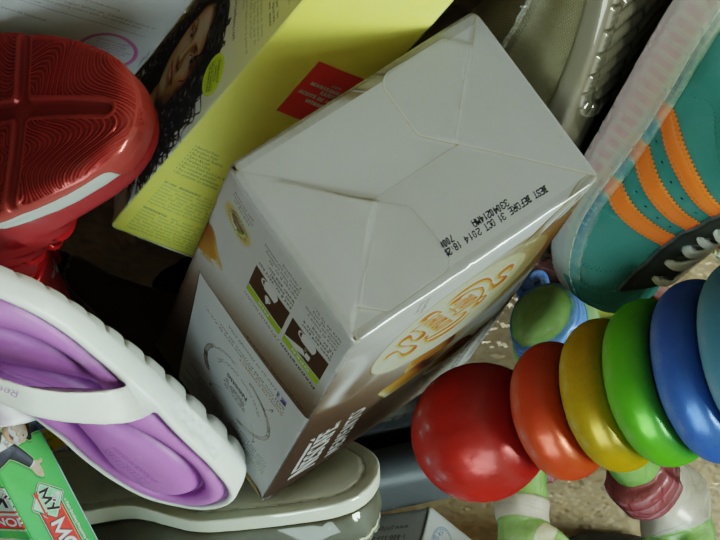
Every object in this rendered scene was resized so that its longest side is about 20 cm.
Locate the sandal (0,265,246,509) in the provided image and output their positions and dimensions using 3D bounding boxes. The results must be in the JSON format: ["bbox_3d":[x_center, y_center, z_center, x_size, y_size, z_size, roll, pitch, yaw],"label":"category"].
[{"bbox_3d":[-0.120,0.048,1.104,0.203,0.050,0.082,33,146,-32],"label":"sandal"}]

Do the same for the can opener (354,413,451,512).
[{"bbox_3d":[-0.039,0.083,1.317,0.200,0.053,0.067,-13,139,16],"label":"can opener"}]

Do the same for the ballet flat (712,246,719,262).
[{"bbox_3d":[0.175,-0.071,1.116,0.076,0.064,0.200,7,140,-9],"label":"ballet flat"}]

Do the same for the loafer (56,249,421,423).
[{"bbox_3d":[-0.056,0.026,1.235,0.200,0.071,0.073,9,170,-34],"label":"loafer"}]

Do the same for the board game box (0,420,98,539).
[{"bbox_3d":[-0.176,0.122,1.247,0.200,0.029,0.135,-13,106,52],"label":"board game box"}]

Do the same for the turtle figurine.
[{"bbox_3d":[0.134,0.089,1.227,0.144,0.200,0.194,-58,146,1],"label":"turtle figurine"}]

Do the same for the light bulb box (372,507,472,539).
[{"bbox_3d":[-0.030,0.231,1.348,0.198,0.200,0.125,-12,141,40],"label":"light bulb box"}]

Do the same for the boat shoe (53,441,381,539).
[{"bbox_3d":[-0.076,0.110,1.242,0.202,0.072,0.060,-6,114,28],"label":"boat shoe"}]

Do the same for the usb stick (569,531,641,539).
[{"bbox_3d":[0.109,0.147,1.310,0.055,0.200,0.033,11,97,6],"label":"usb stick"}]

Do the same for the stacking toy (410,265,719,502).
[{"bbox_3d":[0.109,0.045,1.105,0.200,0.085,0.085,-19,137,31],"label":"stacking toy"}]

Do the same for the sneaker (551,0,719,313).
[{"bbox_3d":[0.131,-0.037,1.078,0.080,0.071,0.200,42,144,15],"label":"sneaker"}]

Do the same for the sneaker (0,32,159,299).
[{"bbox_3d":[-0.128,-0.026,1.119,0.200,0.078,0.116,-10,155,39],"label":"sneaker"}]

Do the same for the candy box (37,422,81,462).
[{"bbox_3d":[-0.178,0.083,1.316,0.200,0.026,0.102,-26,107,29],"label":"candy box"}]

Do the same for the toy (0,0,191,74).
[{"bbox_3d":[-0.149,-0.090,1.117,0.115,0.047,0.200,16,143,-22],"label":"toy"}]

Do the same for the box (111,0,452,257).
[{"bbox_3d":[-0.024,-0.088,1.094,0.050,0.075,0.200,22,135,-24],"label":"box"}]

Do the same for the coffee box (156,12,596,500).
[{"bbox_3d":[0.000,0.000,1.110,0.114,0.080,0.200,-32,169,-21],"label":"coffee box"}]

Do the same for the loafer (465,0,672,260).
[{"bbox_3d":[0.070,-0.084,1.088,0.068,0.076,0.200,35,140,17],"label":"loafer"}]
